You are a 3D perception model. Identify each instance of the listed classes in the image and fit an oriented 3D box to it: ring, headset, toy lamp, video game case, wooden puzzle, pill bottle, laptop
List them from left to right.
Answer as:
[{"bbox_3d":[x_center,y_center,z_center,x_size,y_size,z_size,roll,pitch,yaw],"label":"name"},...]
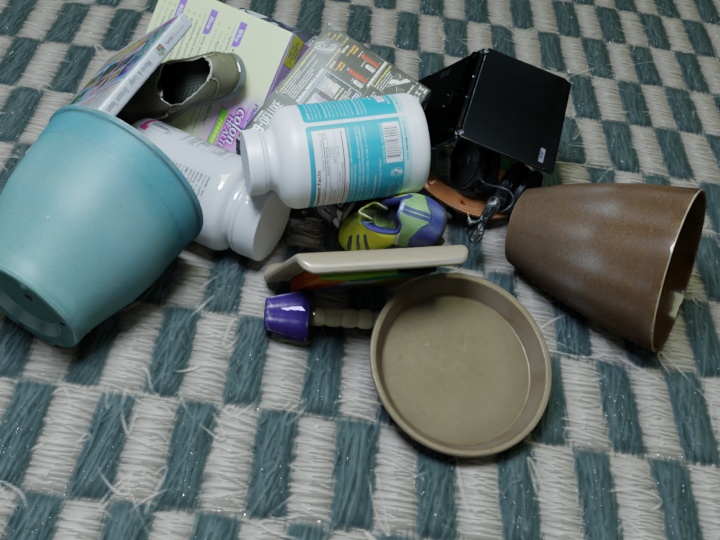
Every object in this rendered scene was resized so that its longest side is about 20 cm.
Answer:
[{"bbox_3d":[-0.299,-0.211,1.083,0.198,0.024,0.183,-8,43,51],"label":"video game case"},{"bbox_3d":[-0.188,-0.093,1.089,0.198,0.115,0.114,24,45,15],"label":"pill bottle"},{"bbox_3d":[-0.030,-0.129,1.009,0.196,0.112,0.112,-8,46,-13],"label":"pill bottle"},{"bbox_3d":[-0.008,0.054,1.012,0.196,0.059,0.059,5,43,-6],"label":"toy lamp"},{"bbox_3d":[0.000,0.000,1.007,0.182,0.200,0.038,-4,88,-17],"label":"wooden puzzle"},{"bbox_3d":[0.127,-0.139,1.230,0.198,0.019,0.202,19,41,-17],"label":"ring"},{"bbox_3d":[0.144,-0.183,1.159,0.103,0.198,0.179,46,44,-28],"label":"laptop"},{"bbox_3d":[0.165,-0.105,1.170,0.122,0.095,0.201,26,24,-3],"label":"headset"}]

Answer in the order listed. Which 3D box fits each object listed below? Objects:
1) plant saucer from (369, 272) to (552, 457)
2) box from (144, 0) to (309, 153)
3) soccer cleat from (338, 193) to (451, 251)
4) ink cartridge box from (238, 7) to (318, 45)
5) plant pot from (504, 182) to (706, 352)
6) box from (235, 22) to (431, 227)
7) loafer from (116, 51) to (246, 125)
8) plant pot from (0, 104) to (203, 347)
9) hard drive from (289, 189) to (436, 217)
[{"bbox_3d":[0.104,0.099,0.965,0.196,0.030,0.203,5,64,-9],"label":"plant saucer"},{"bbox_3d":[-0.184,-0.246,1.190,0.198,0.178,0.097,26,5,18],"label":"box"},{"bbox_3d":[0.021,-0.058,1.052,0.083,0.199,0.066,21,78,-29],"label":"soccer cleat"},{"bbox_3d":[-0.125,-0.340,1.413,0.197,0.040,0.100,23,44,13],"label":"ink cartridge box"},{"bbox_3d":[0.277,-0.025,1.079,0.197,0.189,0.187,17,42,27],"label":"plant pot"},{"bbox_3d":[-0.032,-0.178,1.113,0.157,0.050,0.201,33,72,6],"label":"box"},{"bbox_3d":[-0.236,-0.224,1.115,0.197,0.077,0.069,-16,-7,22],"label":"loafer"},{"bbox_3d":[-0.296,-0.032,0.962,0.198,0.201,0.189,23,60,14],"label":"plant pot"},{"bbox_3d":[-0.008,-0.130,1.217,0.196,0.038,0.141,0,45,-12],"label":"hard drive"}]
